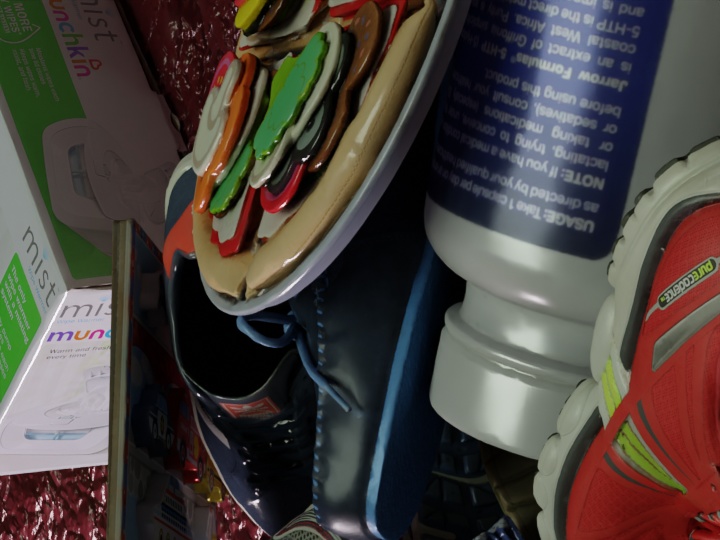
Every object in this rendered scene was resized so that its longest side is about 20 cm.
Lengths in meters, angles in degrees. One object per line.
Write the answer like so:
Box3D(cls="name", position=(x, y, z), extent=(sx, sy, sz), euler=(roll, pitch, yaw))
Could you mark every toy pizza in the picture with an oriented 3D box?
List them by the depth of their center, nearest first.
Box3D(cls="toy pizza", position=(-0.017, -0.082, 0.708), extent=(0.200, 0.032, 0.200), euler=(-51, 27, 38))

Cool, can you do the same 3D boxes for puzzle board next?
Box3D(cls="puzzle board", position=(-0.081, 0.075, 0.923), extent=(0.200, 0.017, 0.151), euler=(63, -154, -74))

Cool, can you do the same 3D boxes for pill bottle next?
Box3D(cls="pill bottle", position=(0.085, -0.042, 0.681), extent=(0.120, 0.120, 0.200), euler=(28, 111, 51))

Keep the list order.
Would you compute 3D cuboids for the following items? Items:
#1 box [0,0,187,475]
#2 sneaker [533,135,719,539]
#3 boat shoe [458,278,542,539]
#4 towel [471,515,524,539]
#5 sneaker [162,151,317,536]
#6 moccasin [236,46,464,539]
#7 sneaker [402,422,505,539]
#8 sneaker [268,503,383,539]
Box3D(cls="box", position=(-0.166, -0.023, 1.092), extent=(0.177, 0.097, 0.200), euler=(-55, 49, 46))
Box3D(cls="sneaker", position=(0.104, 0.055, 0.608), extent=(0.200, 0.077, 0.085), euler=(92, 157, -43))
Box3D(cls="boat shoe", position=(0.071, 0.035, 0.785), extent=(0.073, 0.063, 0.201), euler=(-27, 70, 7))
Box3D(cls="towel", position=(0.081, 0.196, 0.757), extent=(0.200, 0.024, 0.145), euler=(50, 139, 10))
Box3D(cls="sneaker", position=(-0.043, 0.050, 0.876), extent=(0.085, 0.075, 0.200), euler=(-92, -12, -60))
Box3D(cls="moccasin", position=(0.000, 0.000, 0.750), extent=(0.080, 0.068, 0.200), euler=(63, -148, -62))
Box3D(cls="sneaker", position=(0.035, 0.069, 0.839), extent=(0.085, 0.077, 0.200), euler=(125, 138, -56))
Box3D(cls="sneaker", position=(-0.048, 0.163, 0.780), extent=(0.200, 0.075, 0.081), euler=(-54, 54, 28))
